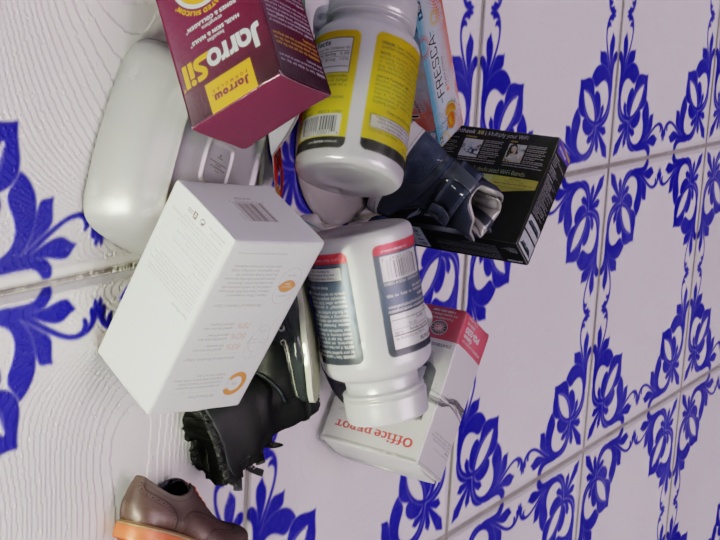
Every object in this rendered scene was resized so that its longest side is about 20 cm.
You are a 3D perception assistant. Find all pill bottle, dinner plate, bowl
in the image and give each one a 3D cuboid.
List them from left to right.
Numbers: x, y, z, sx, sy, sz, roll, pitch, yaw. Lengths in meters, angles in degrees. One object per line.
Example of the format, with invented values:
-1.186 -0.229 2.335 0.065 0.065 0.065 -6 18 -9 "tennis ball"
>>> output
-0.166 -0.108 1.347 0.199 0.074 0.203 27 75 -56 "bowl"
-0.011 -0.153 1.631 0.199 0.024 0.203 -24 119 -54 "dinner plate"
0.001 -0.188 1.423 0.114 0.113 0.203 32 63 -56 "pill bottle"
0.012 0.055 1.454 0.119 0.118 0.203 -21 104 -54 "pill bottle"

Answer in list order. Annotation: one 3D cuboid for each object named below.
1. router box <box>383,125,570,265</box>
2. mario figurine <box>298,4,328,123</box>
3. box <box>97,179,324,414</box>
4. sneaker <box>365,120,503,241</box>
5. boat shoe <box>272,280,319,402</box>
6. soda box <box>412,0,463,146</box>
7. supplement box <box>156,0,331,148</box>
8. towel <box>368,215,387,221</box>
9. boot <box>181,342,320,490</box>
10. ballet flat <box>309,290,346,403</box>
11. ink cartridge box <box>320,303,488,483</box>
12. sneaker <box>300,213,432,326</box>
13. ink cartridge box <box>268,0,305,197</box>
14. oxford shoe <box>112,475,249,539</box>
0.143 -0.100 1.726 0.159 0.198 0.052 -64 145 -21 "router box"
0.000 -0.223 1.529 0.106 0.122 0.203 96 9 -66 "mario figurine"
-0.143 0.026 1.311 0.124 0.097 0.202 0 126 -50 "box"
0.087 -0.082 1.634 0.077 0.145 0.203 -54 178 -18 "sneaker"
-0.085 0.041 1.439 0.075 0.065 0.203 -47 128 -83 "boat shoe"
0.071 -0.253 1.696 0.068 0.063 0.202 -47 135 -41 "soda box"
-0.116 -0.232 1.274 0.085 0.109 0.203 14 54 -58 "supplement box"
0.034 0.044 1.647 0.112 0.048 0.203 77 10 -60 "towel"
-0.126 0.120 1.486 0.162 0.073 0.201 -34 122 -39 "boot"
-0.028 0.067 1.625 0.073 0.072 0.203 -16 106 -55 "ballet flat"
0.055 0.144 1.705 0.085 0.144 0.203 43 63 -55 "ink cartridge box"
0.000 0.000 1.555 0.081 0.199 0.071 -62 -176 -38 "sneaker"
-0.072 -0.172 1.428 0.161 0.049 0.203 -92 176 -70 "ink cartridge box"
-0.175 0.259 1.444 0.199 0.070 0.074 28 70 -57 "oxford shoe"
